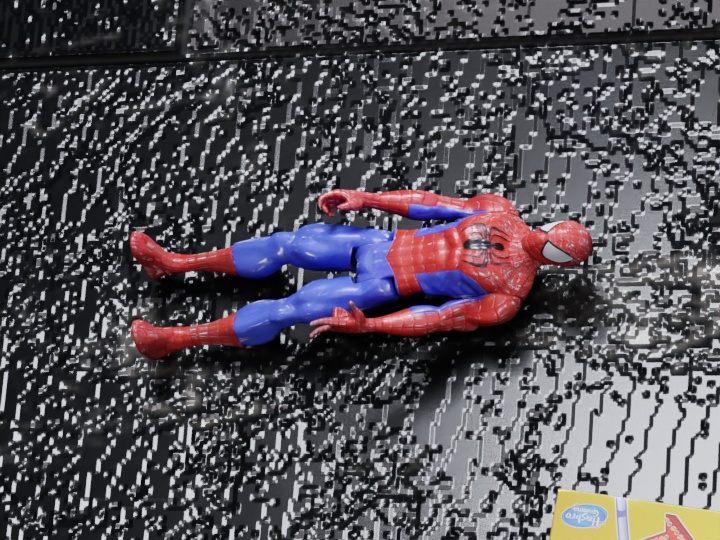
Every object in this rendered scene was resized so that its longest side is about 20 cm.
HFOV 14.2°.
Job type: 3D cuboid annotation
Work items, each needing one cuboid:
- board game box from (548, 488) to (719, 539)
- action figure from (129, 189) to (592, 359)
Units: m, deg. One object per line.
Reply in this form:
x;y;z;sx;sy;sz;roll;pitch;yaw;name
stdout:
0.164;0.166;1.127;0.200;0.034;0.135;6;75;19;board game box
0.000;0.000;1.228;0.200;0.052;0.066;-7;67;13;action figure
